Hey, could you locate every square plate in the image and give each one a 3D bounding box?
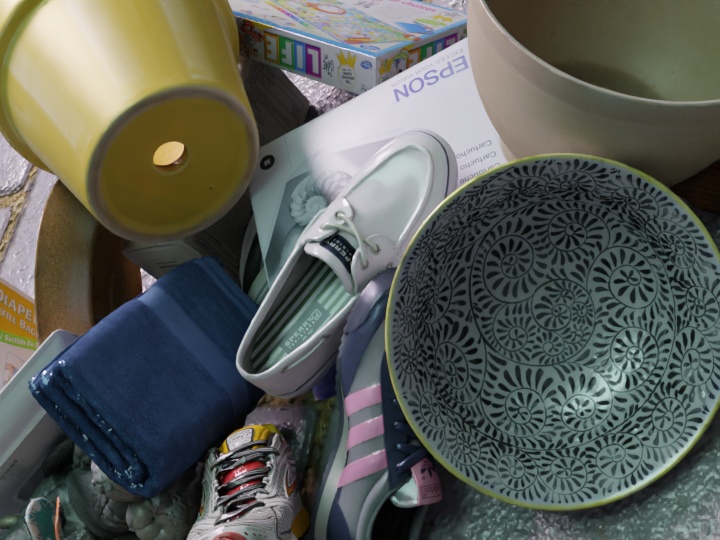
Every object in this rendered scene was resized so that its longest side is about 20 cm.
[{"bbox_3d":[-0.238,0.144,0.898,0.028,0.198,0.201,39,89,19],"label":"square plate"}]

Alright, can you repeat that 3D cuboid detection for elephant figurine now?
[{"bbox_3d":[-0.188,0.167,0.859,0.200,0.154,0.143,-49,25,31],"label":"elephant figurine"}]

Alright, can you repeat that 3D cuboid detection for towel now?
[{"bbox_3d":[-0.126,0.067,0.809,0.049,0.112,0.200,-43,0,30],"label":"towel"}]

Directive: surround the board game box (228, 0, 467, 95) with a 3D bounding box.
[{"bbox_3d":[-0.018,-0.196,0.975,0.198,0.035,0.134,24,37,36],"label":"board game box"}]

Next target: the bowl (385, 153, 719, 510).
[{"bbox_3d":[0.113,0.029,0.715,0.200,0.201,0.094,-41,5,7],"label":"bowl"}]

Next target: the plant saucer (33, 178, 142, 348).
[{"bbox_3d":[-0.211,0.021,0.965,0.035,0.201,0.203,-2,55,6],"label":"plant saucer"}]

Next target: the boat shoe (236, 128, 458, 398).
[{"bbox_3d":[-0.006,-0.003,0.758,0.073,0.067,0.202,32,93,18],"label":"boat shoe"}]

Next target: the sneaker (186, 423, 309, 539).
[{"bbox_3d":[-0.076,0.144,0.748,0.077,0.200,0.084,-10,92,-1],"label":"sneaker"}]

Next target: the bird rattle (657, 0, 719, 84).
[{"bbox_3d":[0.266,-0.188,0.799,0.163,0.112,0.202,-42,55,24],"label":"bird rattle"}]

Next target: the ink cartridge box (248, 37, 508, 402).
[{"bbox_3d":[0.023,-0.039,0.824,0.198,0.041,0.202,-26,55,13],"label":"ink cartridge box"}]

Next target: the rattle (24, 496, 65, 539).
[{"bbox_3d":[-0.153,0.243,0.733,0.144,0.200,0.130,-52,44,-5],"label":"rattle"}]

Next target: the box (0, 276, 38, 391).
[{"bbox_3d":[-0.313,0.081,0.980,0.111,0.200,0.103,-22,49,25],"label":"box"}]

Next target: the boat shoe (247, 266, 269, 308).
[{"bbox_3d":[0.001,0.000,0.875,0.199,0.070,0.072,-33,42,13],"label":"boat shoe"}]

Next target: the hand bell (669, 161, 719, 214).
[{"bbox_3d":[0.257,-0.041,0.699,0.199,0.104,0.105,15,70,57],"label":"hand bell"}]

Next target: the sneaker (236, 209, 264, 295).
[{"bbox_3d":[-0.019,-0.046,0.925,0.201,0.074,0.079,-50,48,-1],"label":"sneaker"}]

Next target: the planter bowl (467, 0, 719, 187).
[{"bbox_3d":[0.155,-0.123,0.738,0.197,0.136,0.202,3,50,-4],"label":"planter bowl"}]

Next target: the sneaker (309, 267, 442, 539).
[{"bbox_3d":[0.026,0.103,0.744,0.082,0.069,0.203,22,109,46],"label":"sneaker"}]

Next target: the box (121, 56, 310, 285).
[{"bbox_3d":[-0.119,-0.083,1.017,0.077,0.095,0.202,-6,56,36],"label":"box"}]

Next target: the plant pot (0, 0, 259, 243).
[{"bbox_3d":[-0.166,-0.128,0.872,0.200,0.201,0.189,-43,49,6],"label":"plant pot"}]
